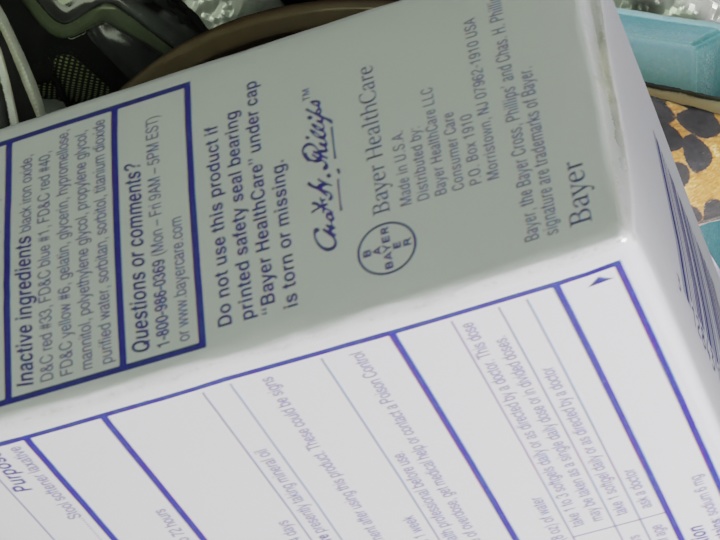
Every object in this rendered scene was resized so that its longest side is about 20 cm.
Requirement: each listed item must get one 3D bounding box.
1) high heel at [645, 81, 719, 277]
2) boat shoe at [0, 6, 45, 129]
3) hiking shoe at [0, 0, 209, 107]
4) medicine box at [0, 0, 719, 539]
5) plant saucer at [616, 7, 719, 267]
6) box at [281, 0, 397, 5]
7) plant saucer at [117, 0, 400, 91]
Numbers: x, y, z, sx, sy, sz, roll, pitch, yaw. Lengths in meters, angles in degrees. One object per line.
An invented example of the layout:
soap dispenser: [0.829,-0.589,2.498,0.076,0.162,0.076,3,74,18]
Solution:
high heel: [0.149,-0.068,0.837,0.200,0.071,0.143,-49,118,-15]
boat shoe: [-0.154,-0.100,0.718,0.074,0.060,0.200,-24,100,2]
hiking shoe: [-0.140,-0.072,0.793,0.200,0.076,0.101,21,102,-7]
medicine box: [-0.001,0.030,0.697,0.199,0.103,0.182,-16,141,13]
plant saucer: [0.093,0.012,0.853,0.070,0.019,0.201,4,85,-32]
box: [0.057,-0.157,0.778,0.200,0.141,0.079,-33,60,-6]
plant saucer: [0.000,0.000,0.786,0.199,0.030,0.201,1,123,1]
